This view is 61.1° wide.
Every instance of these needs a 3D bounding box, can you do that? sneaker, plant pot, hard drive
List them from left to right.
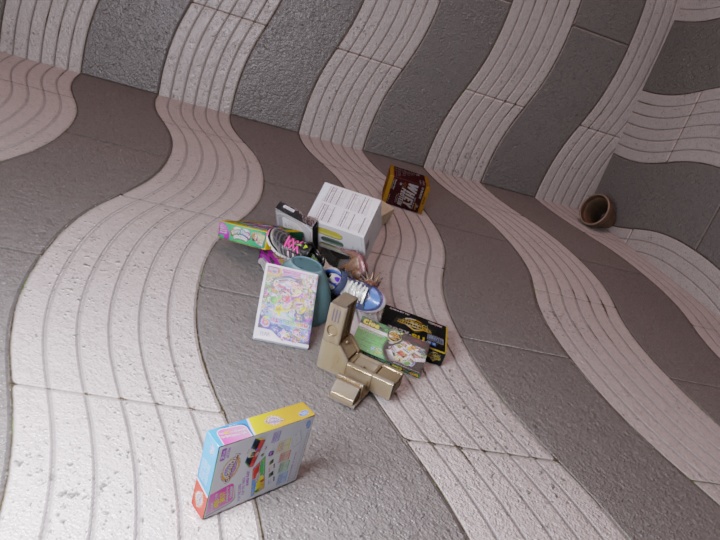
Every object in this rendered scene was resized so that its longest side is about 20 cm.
[{"bbox_3d":[-0.202,-0.123,1.944,0.138,0.201,0.038,28,64,10],"label":"hard drive"},{"bbox_3d":[-0.178,-0.062,1.749,0.199,0.087,0.074,40,53,-18],"label":"sneaker"},{"bbox_3d":[-0.164,0.041,1.673,0.197,0.137,0.201,16,24,-7],"label":"plant pot"},{"bbox_3d":[-0.035,0.053,1.754,0.198,0.082,0.146,24,-4,32],"label":"sneaker"},{"bbox_3d":[1.455,-0.337,3.686,0.173,0.202,0.201,25,16,-35],"label":"plant pot"}]

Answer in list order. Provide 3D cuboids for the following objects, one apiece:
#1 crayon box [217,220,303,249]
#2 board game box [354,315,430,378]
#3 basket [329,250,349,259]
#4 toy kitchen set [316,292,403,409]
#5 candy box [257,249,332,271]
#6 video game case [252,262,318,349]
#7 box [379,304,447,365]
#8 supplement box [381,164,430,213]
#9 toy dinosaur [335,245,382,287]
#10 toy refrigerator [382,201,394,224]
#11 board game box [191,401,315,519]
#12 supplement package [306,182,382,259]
[{"bbox_3d":[-0.305,-0.108,1.864,0.197,0.059,0.171,14,11,32],"label":"crayon box"},{"bbox_3d":[0.078,0.199,1.600,0.197,0.024,0.106,22,53,5],"label":"board game box"},{"bbox_3d":[-0.064,-0.137,2.148,0.176,0.138,0.201,1,30,-5],"label":"basket"},{"bbox_3d":[-0.004,0.191,1.408,0.197,0.183,0.163,21,24,18],"label":"toy kitchen set"},{"bbox_3d":[-0.198,-0.015,1.861,0.197,0.062,0.136,3,26,-31],"label":"candy box"},{"bbox_3d":[-0.187,0.089,1.544,0.141,0.018,0.204,13,64,-14],"label":"video game case"},{"bbox_3d":[0.145,0.179,1.719,0.197,0.050,0.160,20,25,2],"label":"box"},{"bbox_3d":[0.214,-0.386,2.887,0.196,0.135,0.198,16,23,-4],"label":"supplement box"},{"bbox_3d":[0.000,0.000,1.873,0.085,0.203,0.135,-25,2,-25],"label":"toy dinosaur"},{"bbox_3d":[0.066,-0.226,2.516,0.075,0.071,0.200,31,26,11],"label":"toy refrigerator"},{"bbox_3d":[-0.179,0.318,1.037,0.198,0.155,0.040,-6,31,-45],"label":"board game box"},{"bbox_3d":[-0.048,-0.154,1.957,0.197,0.153,0.152,19,64,13],"label":"supplement package"}]
